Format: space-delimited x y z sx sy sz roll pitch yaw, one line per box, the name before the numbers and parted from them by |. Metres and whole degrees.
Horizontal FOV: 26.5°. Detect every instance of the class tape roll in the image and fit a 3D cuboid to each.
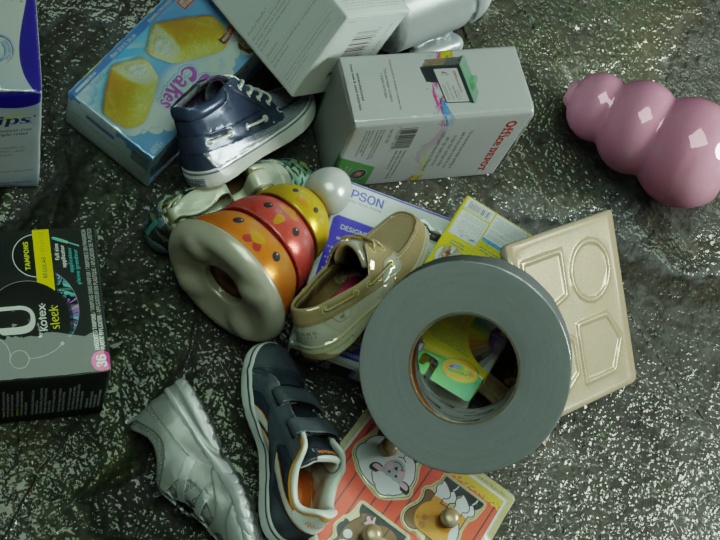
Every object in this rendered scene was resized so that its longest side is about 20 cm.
tape roll | 0.100 0.087 1.443 0.199 0.066 0.202 1 96 9

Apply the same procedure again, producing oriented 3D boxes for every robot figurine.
robot figurine | 0.067 -0.315 1.699 0.199 0.113 0.171 -24 115 -22

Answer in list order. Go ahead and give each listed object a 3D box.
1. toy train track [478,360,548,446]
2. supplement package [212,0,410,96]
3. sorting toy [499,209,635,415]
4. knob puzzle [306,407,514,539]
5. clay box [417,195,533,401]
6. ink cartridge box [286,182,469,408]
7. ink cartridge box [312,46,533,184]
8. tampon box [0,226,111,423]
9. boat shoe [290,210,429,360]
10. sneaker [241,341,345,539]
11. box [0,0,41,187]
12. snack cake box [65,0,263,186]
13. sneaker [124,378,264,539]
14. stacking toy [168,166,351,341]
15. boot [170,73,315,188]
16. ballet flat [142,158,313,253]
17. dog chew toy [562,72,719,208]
toy train track | 0.178 0.102 1.573 0.115 0.032 0.201 40 56 -20
supplement package | -0.068 -0.298 1.601 0.200 0.117 0.117 51 36 15
sorting toy | 0.209 0.047 1.552 0.199 0.036 0.187 -19 103 -46
knob puzzle | 0.034 0.247 1.493 0.218 0.030 0.221 5 66 -12
clay box | 0.105 0.034 1.546 0.114 0.048 0.200 32 64 5
ink cartridge box | 0.041 0.028 1.583 0.197 0.043 0.201 20 64 -6
ink cartridge box | 0.064 -0.162 1.614 0.199 0.145 0.085 -6 68 -17
tampon box | -0.343 0.055 1.426 0.199 0.126 0.151 -5 68 -16
boat shoe | 0.000 0.000 1.503 0.073 0.069 0.200 7 45 37
sneaker | -0.059 0.158 1.470 0.078 0.079 0.201 10 64 -45
box | -0.368 -0.203 1.491 0.104 0.200 0.185 -3 68 -15
snack cake box | -0.202 -0.201 1.608 0.115 0.067 0.200 37 63 4
sneaker | -0.154 0.207 1.452 0.082 0.075 0.201 -28 73 -3
stacking toy | -0.082 -0.041 1.529 0.146 0.146 0.200 41 60 5
boot | -0.116 -0.169 1.573 0.072 0.091 0.200 9 35 31
ballet flat | -0.128 -0.073 1.571 0.199 0.074 0.074 -27 76 -23
dog chew toy | 0.318 -0.154 1.696 0.199 0.125 0.125 29 63 9
